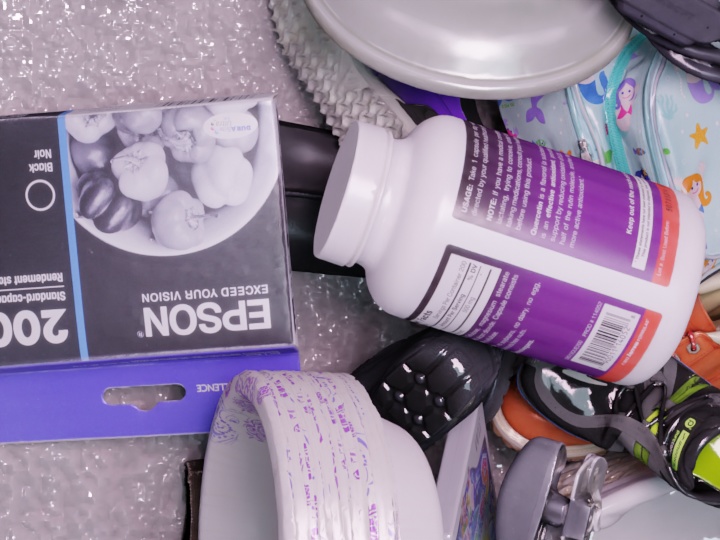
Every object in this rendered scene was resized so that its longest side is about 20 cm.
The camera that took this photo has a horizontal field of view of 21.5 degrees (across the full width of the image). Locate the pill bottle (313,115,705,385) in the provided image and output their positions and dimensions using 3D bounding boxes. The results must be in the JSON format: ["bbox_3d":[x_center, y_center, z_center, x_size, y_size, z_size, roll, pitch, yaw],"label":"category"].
[{"bbox_3d":[0.080,-0.015,1.034,0.198,0.112,0.114,18,91,-10],"label":"pill bottle"}]

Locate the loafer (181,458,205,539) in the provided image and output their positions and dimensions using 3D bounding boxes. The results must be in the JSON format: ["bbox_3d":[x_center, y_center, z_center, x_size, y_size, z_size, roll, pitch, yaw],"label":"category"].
[{"bbox_3d":[-0.107,0.206,1.162,0.071,0.073,0.202,18,82,-13],"label":"loafer"}]

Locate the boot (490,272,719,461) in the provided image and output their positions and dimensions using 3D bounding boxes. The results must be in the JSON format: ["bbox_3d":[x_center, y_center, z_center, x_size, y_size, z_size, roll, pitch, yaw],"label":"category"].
[{"bbox_3d":[0.175,0.053,1.194,0.198,0.108,0.075,-17,62,-17],"label":"boot"}]

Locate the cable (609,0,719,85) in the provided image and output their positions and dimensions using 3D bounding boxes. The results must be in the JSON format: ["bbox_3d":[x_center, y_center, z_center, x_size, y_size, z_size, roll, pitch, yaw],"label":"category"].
[{"bbox_3d":[0.180,-0.178,1.083,0.199,0.164,0.051,21,128,-26],"label":"cable"}]

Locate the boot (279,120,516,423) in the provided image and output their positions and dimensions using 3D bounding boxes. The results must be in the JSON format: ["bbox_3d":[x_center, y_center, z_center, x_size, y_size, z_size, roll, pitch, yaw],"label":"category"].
[{"bbox_3d":[0.000,-0.001,1.163,0.198,0.066,0.167,10,83,-21],"label":"boot"}]

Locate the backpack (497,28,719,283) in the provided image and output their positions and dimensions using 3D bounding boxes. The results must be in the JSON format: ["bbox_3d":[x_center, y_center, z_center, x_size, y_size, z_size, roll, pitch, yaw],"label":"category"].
[{"bbox_3d":[0.180,-0.092,1.163,0.177,0.150,0.202,-28,95,-34],"label":"backpack"}]

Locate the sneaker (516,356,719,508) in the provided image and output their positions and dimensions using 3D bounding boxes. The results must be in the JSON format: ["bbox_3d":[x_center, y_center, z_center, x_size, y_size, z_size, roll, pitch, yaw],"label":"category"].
[{"bbox_3d":[0.186,0.089,1.110,0.198,0.083,0.071,27,89,15],"label":"sneaker"}]

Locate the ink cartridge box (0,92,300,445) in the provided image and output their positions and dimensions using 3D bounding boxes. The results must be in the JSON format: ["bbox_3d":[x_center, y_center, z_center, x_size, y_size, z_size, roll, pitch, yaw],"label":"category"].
[{"bbox_3d":[-0.136,0.004,1.109,0.196,0.043,0.202,-4,99,5],"label":"ink cartridge box"}]

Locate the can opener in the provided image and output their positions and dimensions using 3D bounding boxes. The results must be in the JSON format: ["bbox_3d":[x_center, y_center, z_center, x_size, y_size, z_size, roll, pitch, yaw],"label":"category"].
[{"bbox_3d":[0.100,0.198,1.111,0.066,0.053,0.202,17,98,22],"label":"can opener"}]

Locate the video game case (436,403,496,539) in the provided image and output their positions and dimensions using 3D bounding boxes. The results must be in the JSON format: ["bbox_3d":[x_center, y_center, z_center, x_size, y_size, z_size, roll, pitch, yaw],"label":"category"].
[{"bbox_3d":[0.070,0.197,1.146,0.018,0.144,0.202,-3,119,13],"label":"video game case"}]

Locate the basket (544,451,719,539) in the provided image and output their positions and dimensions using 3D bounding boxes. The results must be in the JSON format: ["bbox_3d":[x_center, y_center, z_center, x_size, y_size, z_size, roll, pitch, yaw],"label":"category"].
[{"bbox_3d":[0.200,0.176,1.213,0.198,0.123,0.137,-20,101,-13],"label":"basket"}]

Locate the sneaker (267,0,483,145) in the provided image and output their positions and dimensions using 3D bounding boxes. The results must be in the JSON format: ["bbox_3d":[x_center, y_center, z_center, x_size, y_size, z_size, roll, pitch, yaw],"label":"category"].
[{"bbox_3d":[0.020,-0.130,1.146,0.099,0.070,0.201,-17,75,-35],"label":"sneaker"}]

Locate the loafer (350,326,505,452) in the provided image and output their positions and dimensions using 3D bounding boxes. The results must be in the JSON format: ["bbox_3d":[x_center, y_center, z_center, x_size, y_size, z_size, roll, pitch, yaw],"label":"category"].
[{"bbox_3d":[0.019,0.085,1.134,0.068,0.200,0.070,53,45,1],"label":"loafer"}]

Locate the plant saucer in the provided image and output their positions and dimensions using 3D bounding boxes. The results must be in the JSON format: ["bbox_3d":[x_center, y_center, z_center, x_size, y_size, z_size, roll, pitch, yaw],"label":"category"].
[{"bbox_3d":[0.064,-0.181,1.078,0.198,0.201,0.050,-6,139,-15],"label":"plant saucer"}]

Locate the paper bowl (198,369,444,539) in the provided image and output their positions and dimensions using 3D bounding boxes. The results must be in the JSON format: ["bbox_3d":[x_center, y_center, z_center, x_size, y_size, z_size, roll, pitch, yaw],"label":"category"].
[{"bbox_3d":[-0.021,0.156,1.047,0.103,0.200,0.203,1,96,-18],"label":"paper bowl"}]
